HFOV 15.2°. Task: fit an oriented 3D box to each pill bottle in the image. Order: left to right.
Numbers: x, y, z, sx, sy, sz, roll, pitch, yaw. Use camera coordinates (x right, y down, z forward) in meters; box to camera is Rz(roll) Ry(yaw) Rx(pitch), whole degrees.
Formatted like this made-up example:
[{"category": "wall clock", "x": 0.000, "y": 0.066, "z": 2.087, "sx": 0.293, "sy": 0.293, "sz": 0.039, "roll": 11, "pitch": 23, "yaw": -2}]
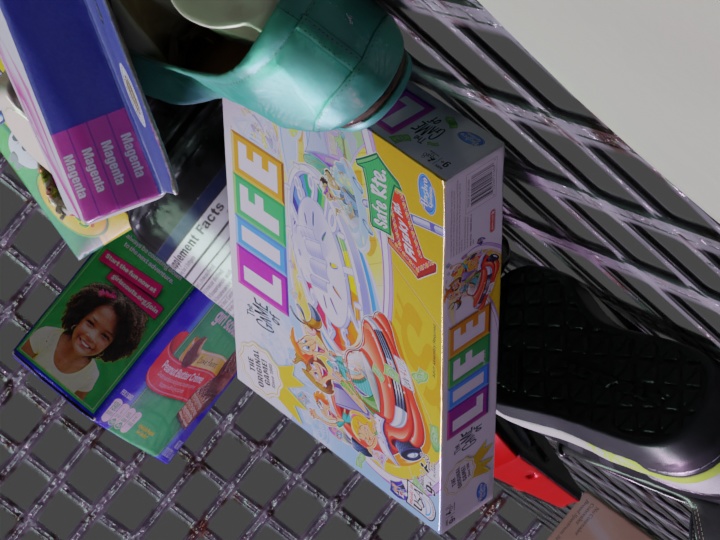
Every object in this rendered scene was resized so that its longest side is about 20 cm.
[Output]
[{"category": "pill bottle", "x": -0.037, "y": -0.030, "z": 1.267, "sx": 0.200, "sy": 0.112, "sz": 0.112, "roll": 39, "pitch": 176, "yaw": -2}]

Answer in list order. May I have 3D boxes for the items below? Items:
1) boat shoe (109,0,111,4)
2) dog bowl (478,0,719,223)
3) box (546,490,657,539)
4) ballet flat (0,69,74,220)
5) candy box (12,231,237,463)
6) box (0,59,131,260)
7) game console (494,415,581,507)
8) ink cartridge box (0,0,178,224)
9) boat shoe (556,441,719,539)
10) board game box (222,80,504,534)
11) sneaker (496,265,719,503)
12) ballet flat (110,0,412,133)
[{"category": "boat shoe", "x": -0.106, "y": -0.110, "z": 1.407, "sx": 0.200, "sy": 0.072, "sz": 0.072, "roll": 40, "pitch": -152, "yaw": -22}, {"category": "dog bowl", "x": 0.089, "y": -0.038, "z": 0.323, "sx": 0.200, "sy": 0.079, "sz": 0.200, "roll": 39, "pitch": 175, "yaw": 4}, {"category": "box", "x": 0.248, "y": 0.284, "z": 2.301, "sx": 0.200, "sy": 0.095, "sz": 0.078, "roll": 33, "pitch": 173, "yaw": 42}, {"category": "ballet flat", "x": -0.158, "y": -0.113, "z": 1.310, "sx": 0.076, "sy": 0.064, "sz": 0.200, "roll": -7, "pitch": 114, "yaw": 49}, {"category": "candy box", "x": -0.104, "y": 0.009, "z": 1.654, "sx": 0.077, "sy": 0.200, "sz": 0.169, "roll": 36, "pitch": 176, "yaw": 16}, {"category": "box", "x": -0.172, "y": -0.113, "z": 1.419, "sx": 0.200, "sy": 0.048, "sz": 0.117, "roll": 57, "pitch": -157, "yaw": -9}, {"category": "game console", "x": 0.041, "y": 0.031, "z": 1.419, "sx": 0.200, "sy": 0.031, "sz": 0.177, "roll": 58, "pitch": -168, "yaw": 22}, {"category": "ink cartridge box", "x": -0.135, "y": -0.116, "z": 1.096, "sx": 0.200, "sy": 0.043, "sz": 0.197, "roll": -163, "pitch": 51, "yaw": -82}, {"category": "boat shoe", "x": 0.183, "y": 0.116, "z": 1.257, "sx": 0.200, "sy": 0.068, "sz": 0.072, "roll": 36, "pitch": 173, "yaw": 18}, {"category": "board game box", "x": 0.000, "y": 0.000, "z": 1.126, "sx": 0.134, "sy": 0.034, "sz": 0.200, "roll": 36, "pitch": 143, "yaw": 34}, {"category": "sneaker", "x": 0.117, "y": 0.063, "z": 1.204, "sx": 0.083, "sy": 0.072, "sz": 0.200, "roll": 40, "pitch": 176, "yaw": -35}, {"category": "ballet flat", "x": -0.053, "y": -0.099, "z": 1.011, "sx": 0.070, "sy": 0.067, "sz": 0.200, "roll": 41, "pitch": 169, "yaw": -29}]
